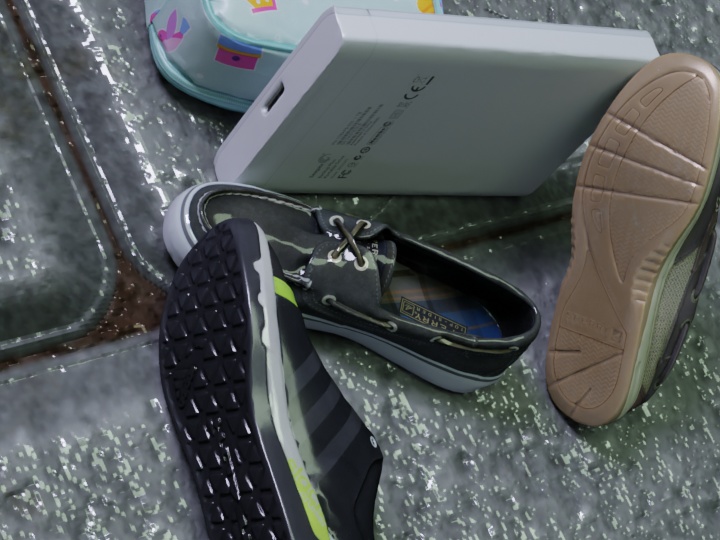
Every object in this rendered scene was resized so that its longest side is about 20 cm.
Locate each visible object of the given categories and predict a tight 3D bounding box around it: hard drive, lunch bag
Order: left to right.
[{"bbox_3d":[-0.034,-0.168,0.922,0.159,0.077,0.201,11,58,-31],"label":"lunch bag"},{"bbox_3d":[0.040,-0.082,0.883,0.199,0.132,0.027,-1,60,-34],"label":"hard drive"}]

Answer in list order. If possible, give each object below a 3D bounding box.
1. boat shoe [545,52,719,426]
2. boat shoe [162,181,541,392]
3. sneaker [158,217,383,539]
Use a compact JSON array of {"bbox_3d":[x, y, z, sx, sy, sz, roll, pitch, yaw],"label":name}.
[{"bbox_3d":[0.152,-0.016,0.911,0.072,0.202,0.065,22,16,34],"label":"boat shoe"},{"bbox_3d":[0.000,0.000,0.858,0.199,0.057,0.069,23,53,-22],"label":"boat shoe"},{"bbox_3d":[-0.034,0.075,0.794,0.082,0.071,0.202,6,66,-45],"label":"sneaker"}]
